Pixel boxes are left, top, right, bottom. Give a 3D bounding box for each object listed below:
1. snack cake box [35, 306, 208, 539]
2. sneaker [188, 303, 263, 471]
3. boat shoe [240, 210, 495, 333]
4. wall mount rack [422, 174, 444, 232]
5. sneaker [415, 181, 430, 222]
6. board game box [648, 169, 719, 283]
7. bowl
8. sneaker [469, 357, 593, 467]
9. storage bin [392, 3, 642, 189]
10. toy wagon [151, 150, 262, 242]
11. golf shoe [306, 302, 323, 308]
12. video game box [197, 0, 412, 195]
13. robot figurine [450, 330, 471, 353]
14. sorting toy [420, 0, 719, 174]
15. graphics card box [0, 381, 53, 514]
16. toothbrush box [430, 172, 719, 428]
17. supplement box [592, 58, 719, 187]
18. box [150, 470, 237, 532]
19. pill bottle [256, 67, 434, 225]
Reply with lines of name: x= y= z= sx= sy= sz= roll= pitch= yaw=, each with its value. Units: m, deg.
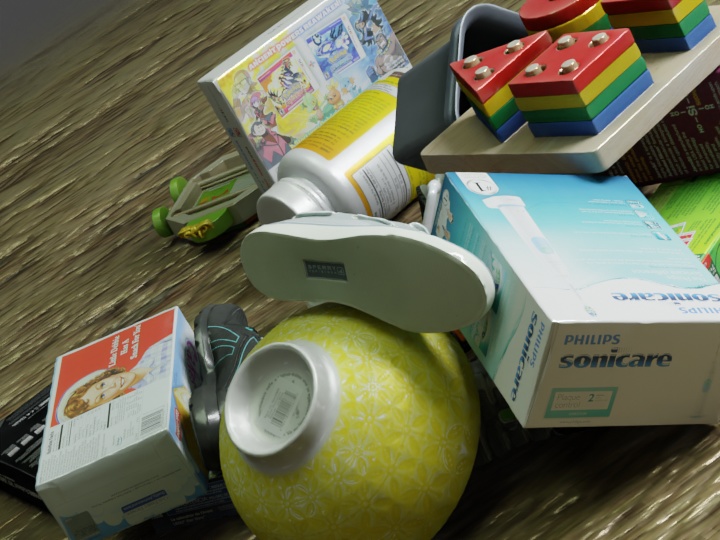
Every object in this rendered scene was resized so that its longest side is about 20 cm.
snack cake box: x=-0.182 y=0.119 z=1.652 sx=0.115 sy=0.067 sz=0.200 roll=-24 pitch=25 yaw=10
sneaker: x=-0.087 y=0.087 z=1.634 sx=0.079 sy=0.076 sz=0.200 roll=-13 pitch=30 yaw=4
boat shoe: x=0.013 y=-0.010 z=1.426 sx=0.200 sy=0.070 sz=0.071 roll=9 pitch=29 yaw=35
wall mount rack: x=0.112 y=-0.036 z=1.646 sx=0.199 sy=0.075 sz=0.174 roll=9 pitch=5 yaw=4
sneaker: x=0.108 y=-0.032 z=1.772 sx=0.093 sy=0.071 sz=0.200 roll=-13 pitch=19 yaw=-7
board game box: x=0.258 y=-0.031 z=1.585 sx=0.101 sy=0.048 sz=0.200 roll=-7 pitch=30 yaw=42
bowl: x=-0.030 y=0.102 z=1.433 sx=0.200 sy=0.108 sz=0.201 roll=-16 pitch=62 yaw=33
sneaker: x=0.096 y=0.084 z=1.516 sx=0.199 sy=0.075 sz=0.116 roll=-11 pitch=21 yaw=16
storage bin: x=0.126 y=-0.135 z=1.771 sx=0.134 sy=0.199 sz=0.146 roll=-20 pitch=61 yaw=55
toy wagon: x=-0.141 y=-0.075 z=2.196 sx=0.155 sy=0.040 sz=0.200 roll=-20 pitch=24 yaw=23
golf shoe: x=0.000 y=0.000 z=1.775 sx=0.075 sy=0.092 sz=0.200 roll=-37 pitch=21 yaw=-26
video game box: x=-0.036 y=-0.161 z=2.060 sx=0.200 sy=0.183 sz=0.047 roll=-38 pitch=23 yaw=-24
robot figurine: x=0.045 y=0.043 z=1.604 sx=0.145 sy=0.058 sz=0.200 roll=-28 pitch=2 yaw=-9
sorting toy: x=0.160 y=-0.157 z=1.588 sx=0.200 sy=0.070 sz=0.198 roll=-42 pitch=25 yaw=-28
graphics card box: x=-0.242 y=0.148 z=1.806 sx=0.125 sy=0.051 sz=0.200 roll=-39 pitch=25 yaw=-23
toothbrush box: x=0.147 y=0.016 z=1.418 sx=0.146 sy=0.086 sz=0.200 roll=0 pitch=30 yaw=-22
supplement box: x=0.270 y=-0.136 z=1.620 sx=0.200 sy=0.086 sz=0.110 roll=-10 pitch=29 yaw=40
box: x=-0.080 y=0.121 z=1.678 sx=0.137 sy=0.040 sz=0.200 roll=-16 pitch=25 yaw=28
pill bottle: x=-0.001 y=-0.094 z=1.965 sx=0.200 sy=0.109 sz=0.109 roll=-40 pitch=24 yaw=-27
